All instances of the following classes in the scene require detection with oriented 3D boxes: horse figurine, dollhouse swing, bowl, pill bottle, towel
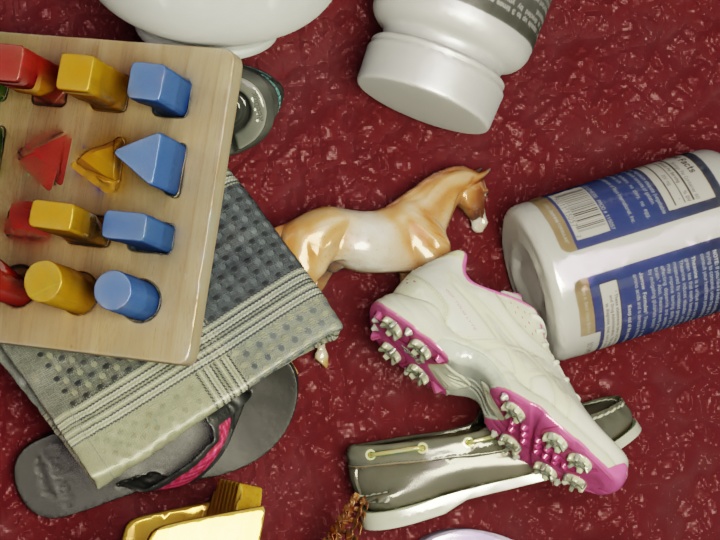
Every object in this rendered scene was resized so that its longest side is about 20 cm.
[{"bbox_3d":[0.000,0.000,1.441,0.200,0.050,0.133,-4,93,-12],"label":"horse figurine"},{"bbox_3d":[-0.171,0.205,1.321,0.176,0.200,0.182,13,84,-8],"label":"dollhouse swing"},{"bbox_3d":[-0.098,-0.197,1.391,0.201,0.201,0.090,1,121,-9],"label":"bowl"},{"bbox_3d":[0.076,-0.202,1.435,0.114,0.114,0.200,22,82,-7],"label":"pill bottle"},{"bbox_3d":[-0.141,0.022,1.389,0.200,0.035,0.193,-31,66,-14],"label":"towel"},{"bbox_3d":[0.206,-0.018,1.445,0.200,0.111,0.111,-17,89,-10],"label":"pill bottle"}]

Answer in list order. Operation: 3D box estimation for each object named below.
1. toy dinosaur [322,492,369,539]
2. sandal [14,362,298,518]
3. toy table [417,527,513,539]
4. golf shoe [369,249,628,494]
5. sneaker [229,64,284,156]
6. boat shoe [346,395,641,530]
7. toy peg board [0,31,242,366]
[{"bbox_3d":[-0.032,0.249,1.374,0.102,0.136,0.200,-8,99,-29],"label":"toy dinosaur"},{"bbox_3d":[-0.131,0.113,1.397,0.200,0.045,0.075,-22,95,-2],"label":"sandal"},{"bbox_3d":[0.113,0.256,1.407,0.200,0.117,0.184,36,81,-4],"label":"toy table"},{"bbox_3d":[0.103,0.063,1.389,0.200,0.075,0.092,39,62,8],"label":"golf shoe"},{"bbox_3d":[-0.144,-0.099,1.408,0.200,0.079,0.075,-4,108,15],"label":"sneaker"},{"bbox_3d":[0.090,0.118,1.435,0.202,0.072,0.060,-17,94,-7],"label":"boat shoe"},{"bbox_3d":[-0.195,-0.054,1.315,0.199,0.098,0.200,6,84,18],"label":"toy peg board"}]
